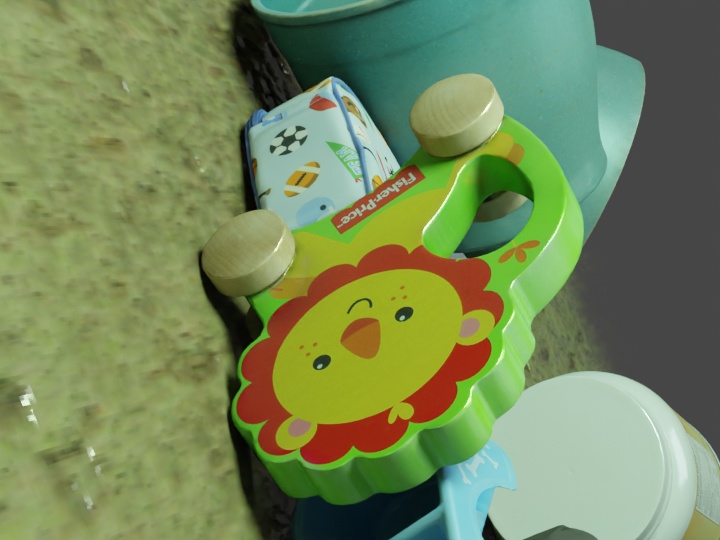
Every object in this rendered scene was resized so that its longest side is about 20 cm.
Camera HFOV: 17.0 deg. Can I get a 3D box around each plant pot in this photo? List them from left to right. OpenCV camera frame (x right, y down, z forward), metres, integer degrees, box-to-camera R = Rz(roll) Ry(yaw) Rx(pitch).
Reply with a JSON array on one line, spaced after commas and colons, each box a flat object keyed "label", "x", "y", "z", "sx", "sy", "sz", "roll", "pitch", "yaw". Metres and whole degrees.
[{"label": "plant pot", "x": 0.058, "y": -0.122, "z": 1.479, "sx": 0.200, "sy": 0.199, "sz": 0.189, "roll": -88, "pitch": 156, "yaw": -64}, {"label": "plant pot", "x": 0.100, "y": -0.091, "z": 1.764, "sx": 0.134, "sy": 0.201, "sz": 0.200, "roll": 24, "pitch": 24, "yaw": -10}]

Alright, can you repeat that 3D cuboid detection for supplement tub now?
[{"label": "supplement tub", "x": 0.162, "y": 0.148, "z": 1.615, "sx": 0.146, "sy": 0.144, "sz": 0.200, "roll": 71, "pitch": 13, "yaw": 18}]

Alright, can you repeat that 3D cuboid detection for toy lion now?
[{"label": "toy lion", "x": 0.023, "y": 0.017, "z": 1.146, "sx": 0.069, "sy": 0.199, "sz": 0.192, "roll": 59, "pitch": -5, "yaw": -39}]

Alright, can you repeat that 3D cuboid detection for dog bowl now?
[{"label": "dog bowl", "x": 0.020, "y": 0.141, "z": 1.102, "sx": 0.050, "sy": 0.111, "sz": 0.201, "roll": 42, "pitch": 24, "yaw": -31}]

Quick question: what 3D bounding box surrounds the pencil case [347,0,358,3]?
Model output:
[{"label": "pencil case", "x": -0.022, "y": -0.206, "z": 1.636, "sx": 0.200, "sy": 0.083, "sz": 0.086, "roll": -41, "pitch": 127, "yaw": -76}]

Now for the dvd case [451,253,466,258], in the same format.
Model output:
[{"label": "dvd case", "x": 0.033, "y": -0.024, "z": 1.568, "sx": 0.201, "sy": 0.018, "sz": 0.143, "roll": 53, "pitch": 12, "yaw": -2}]

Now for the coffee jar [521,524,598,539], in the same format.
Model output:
[{"label": "coffee jar", "x": 0.143, "y": 0.259, "z": 1.461, "sx": 0.104, "sy": 0.085, "sz": 0.201, "roll": -84, "pitch": 149, "yaw": -71}]

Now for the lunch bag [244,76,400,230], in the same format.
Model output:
[{"label": "lunch bag", "x": 0.000, "y": 0.000, "z": 1.352, "sx": 0.201, "sy": 0.075, "sz": 0.161, "roll": -100, "pitch": 165, "yaw": -51}]
